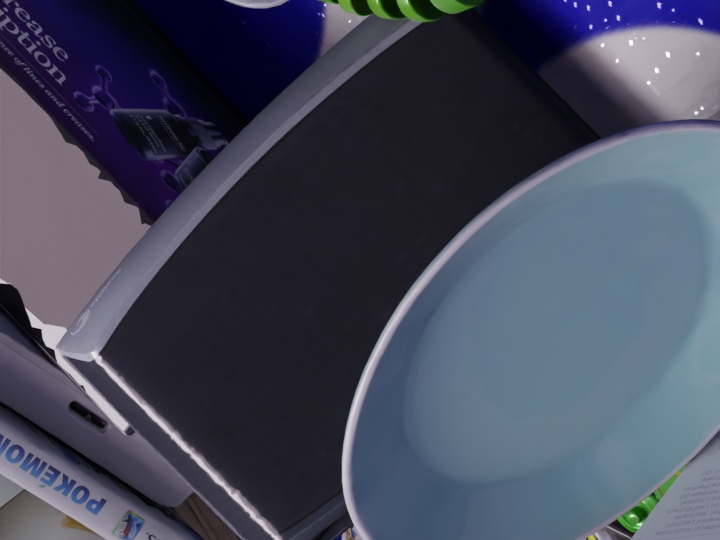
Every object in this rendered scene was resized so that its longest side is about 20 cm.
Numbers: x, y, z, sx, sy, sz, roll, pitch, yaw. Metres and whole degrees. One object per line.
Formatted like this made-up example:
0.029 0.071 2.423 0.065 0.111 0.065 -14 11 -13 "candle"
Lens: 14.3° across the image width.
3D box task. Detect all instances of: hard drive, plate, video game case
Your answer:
0.000 0.000 1.046 0.135 0.200 0.042 45 176 -1 "hard drive"
-0.143 0.003 1.189 0.132 0.027 0.200 38 -168 -40 "hard drive"
0.073 0.025 1.015 0.026 0.199 0.201 49 152 38 "plate"
-0.166 0.046 1.179 0.182 0.022 0.200 38 177 -42 "video game case"

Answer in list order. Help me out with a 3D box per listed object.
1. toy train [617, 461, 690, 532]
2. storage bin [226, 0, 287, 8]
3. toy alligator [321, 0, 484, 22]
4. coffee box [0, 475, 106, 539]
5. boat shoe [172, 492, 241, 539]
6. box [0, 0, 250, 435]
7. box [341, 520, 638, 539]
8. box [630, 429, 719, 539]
0.082 0.019 1.117 0.056 0.042 0.200 -23 109 41 "toy train"
0.019 -0.182 0.896 0.146 0.134 0.200 52 144 -11 "storage bin"
-0.014 -0.120 1.039 0.199 0.059 0.055 9 113 37 "toy alligator"
-0.169 0.138 1.219 0.200 0.080 0.115 37 137 22 "coffee box"
-0.111 0.070 1.315 0.200 0.065 0.072 45 157 -5 "boat shoe"
-0.117 -0.051 1.136 0.200 0.141 0.079 46 110 -4 "box"
0.083 0.119 1.215 0.199 0.035 0.110 25 139 24 "box"
0.163 0.161 1.042 0.106 0.200 0.153 -10 118 48 "box"
